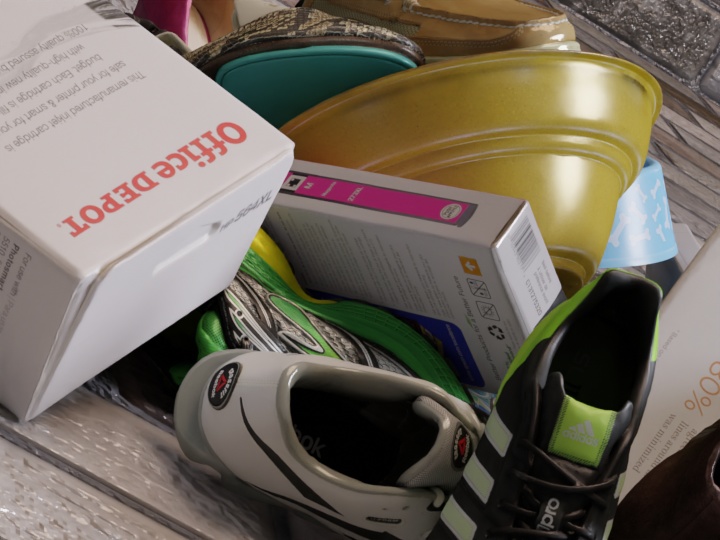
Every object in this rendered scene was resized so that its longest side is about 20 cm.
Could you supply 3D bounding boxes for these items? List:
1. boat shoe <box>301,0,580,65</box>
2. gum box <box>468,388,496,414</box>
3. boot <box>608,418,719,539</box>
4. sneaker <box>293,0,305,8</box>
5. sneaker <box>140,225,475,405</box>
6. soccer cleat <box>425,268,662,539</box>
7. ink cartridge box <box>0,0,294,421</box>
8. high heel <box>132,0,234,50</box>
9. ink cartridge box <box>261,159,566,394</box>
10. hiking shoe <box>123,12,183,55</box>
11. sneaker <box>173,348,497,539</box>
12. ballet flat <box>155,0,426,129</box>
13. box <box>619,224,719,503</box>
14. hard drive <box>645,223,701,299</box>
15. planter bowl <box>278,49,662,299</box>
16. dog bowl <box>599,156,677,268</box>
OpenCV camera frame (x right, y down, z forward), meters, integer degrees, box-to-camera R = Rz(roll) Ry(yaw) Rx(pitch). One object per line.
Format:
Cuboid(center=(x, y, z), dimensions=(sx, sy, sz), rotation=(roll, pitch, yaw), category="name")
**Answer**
Cuboid(center=(0.030, -0.126, 1.335), dimensions=(0.072, 0.076, 0.200), rotation=(-4, 8, -37), category="boat shoe")
Cuboid(center=(0.051, 0.056, 1.392), dimensions=(0.170, 0.045, 0.200), rotation=(40, 15, 25), category="gum box")
Cuboid(center=(0.180, 0.070, 1.106), dimensions=(0.072, 0.200, 0.166), rotation=(52, -28, 10), category="boot")
Cuboid(center=(-0.033, -0.099, 1.473), dimensions=(0.079, 0.199, 0.089), rotation=(-80, 153, -73), category="sneaker")
Cuboid(center=(-0.036, 0.046, 1.183), dimensions=(0.200, 0.078, 0.085), rotation=(35, 31, 4), category="sneaker")
Cuboid(center=(0.065, 0.087, 1.031), dimensions=(0.067, 0.081, 0.200), rotation=(22, 58, -3), category="soccer cleat")
Cuboid(center=(-0.150, -0.053, 1.096), dimensions=(0.200, 0.084, 0.146), rotation=(38, 39, 14), category="ink cartridge box")
Cuboid(center=(-0.073, -0.120, 1.619), dimensions=(0.067, 0.096, 0.200), rotation=(24, 16, -37), category="high heel")
Cuboid(center=(0.000, 0.000, 1.221), dimensions=(0.200, 0.037, 0.095), rotation=(10, -41, 37), category="ink cartridge box")
Cuboid(center=(-0.174, -0.110, 1.425), dimensions=(0.200, 0.076, 0.101), rotation=(29, -16, 17), category="hiking shoe")
Cuboid(center=(0.030, 0.084, 1.111), dimensions=(0.200, 0.074, 0.088), rotation=(20, -16, -24), category="sneaker")
Cuboid(center=(-0.072, -0.085, 1.288), dimensions=(0.068, 0.199, 0.075), rotation=(67, 3, -50), category="ballet flat")
Cuboid(center=(0.191, 0.106, 1.249), dimensions=(0.200, 0.152, 0.106), rotation=(36, -19, 6), category="box")
Cuboid(center=(0.176, 0.065, 1.494), dimensions=(0.027, 0.132, 0.200), rotation=(2, 17, -4), category="hard drive")
Cuboid(center=(0.051, -0.022, 1.294), dimensions=(0.200, 0.200, 0.084), rotation=(16, 57, -54), category="planter bowl")
Cuboid(center=(0.071, -0.038, 1.497), dimensions=(0.199, 0.050, 0.111), rotation=(3, 11, 17), category="dog bowl")
